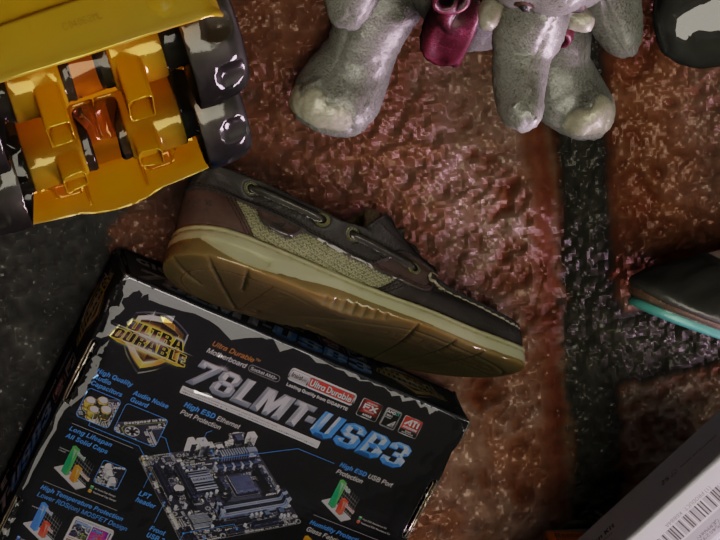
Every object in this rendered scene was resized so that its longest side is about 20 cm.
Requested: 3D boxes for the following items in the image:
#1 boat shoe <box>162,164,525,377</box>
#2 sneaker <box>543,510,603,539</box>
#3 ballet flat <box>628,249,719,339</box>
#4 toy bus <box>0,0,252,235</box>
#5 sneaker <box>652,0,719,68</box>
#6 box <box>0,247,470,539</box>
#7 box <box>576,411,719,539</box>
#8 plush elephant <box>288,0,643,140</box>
[{"bbox_3d":[-0.001,0.000,1.258,0.200,0.072,0.066,19,69,-25],"label":"boat shoe"},{"bbox_3d":[0.145,0.158,1.344,0.199,0.074,0.080,-25,107,-3],"label":"sneaker"},{"bbox_3d":[0.225,0.020,1.320,0.199,0.068,0.069,24,93,-29],"label":"ballet flat"},{"bbox_3d":[-0.140,-0.131,1.147,0.135,0.200,0.193,-19,74,-6],"label":"toy bus"},{"bbox_3d":[0.239,-0.148,1.246,0.199,0.091,0.076,-22,114,-2],"label":"sneaker"},{"bbox_3d":[-0.076,0.116,1.293,0.199,0.050,0.199,23,102,-18],"label":"box"},{"bbox_3d":[0.195,0.190,1.301,0.156,0.041,0.200,-44,109,12],"label":"box"},{"bbox_3d":[0.073,-0.134,1.178,0.164,0.155,0.201,7,108,-15],"label":"plush elephant"}]
